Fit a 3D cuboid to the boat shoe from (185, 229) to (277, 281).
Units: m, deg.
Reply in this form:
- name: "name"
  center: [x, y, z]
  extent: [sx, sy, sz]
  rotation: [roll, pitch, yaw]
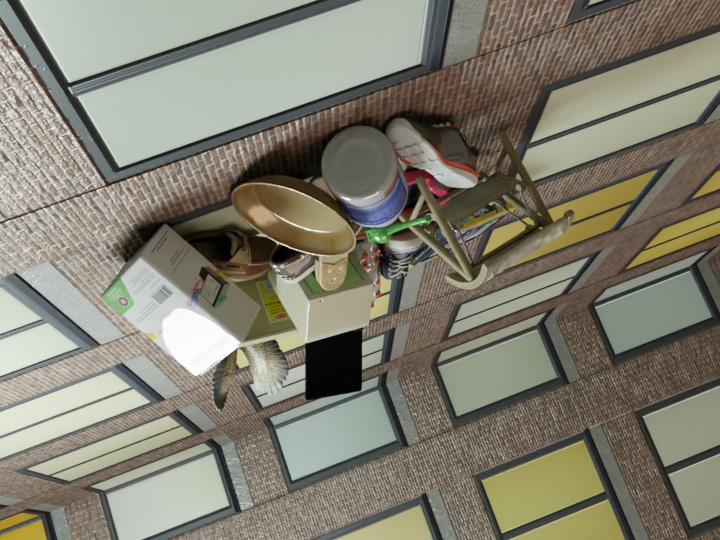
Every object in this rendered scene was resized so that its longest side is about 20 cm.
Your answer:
- name: "boat shoe"
  center: [-0.212, -0.027, 1.543]
  extent: [0.198, 0.077, 0.074]
  rotation: [-9, 158, -41]

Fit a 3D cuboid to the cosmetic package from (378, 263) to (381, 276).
- name: "cosmetic package"
  center: [-0.029, 0.018, 1.940]
  extent: [0.104, 0.072, 0.200]
  rotation: [-16, 163, -18]

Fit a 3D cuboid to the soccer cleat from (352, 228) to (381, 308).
- name: "soccer cleat"
  center: [0.000, 0.000, 1.798]
  extent: [0.068, 0.078, 0.202]
  rotation: [-20, 141, -23]

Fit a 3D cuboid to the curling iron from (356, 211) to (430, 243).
- name: "curling iron"
  center: [0.050, -0.079, 1.704]
  extent: [0.197, 0.026, 0.049]
  rotation: [-19, -172, -18]

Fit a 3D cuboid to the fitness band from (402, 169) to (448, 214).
- name: "fitness band"
  center: [0.082, -0.125, 1.691]
  extent: [0.142, 0.038, 0.200]
  rotation: [-23, 164, 15]

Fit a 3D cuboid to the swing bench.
- name: "swing bench"
  center: [0.206, -0.086, 1.572]
  extent: [0.197, 0.201, 0.130]
  rotation: [-28, 160, -25]

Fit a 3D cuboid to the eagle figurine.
- name: "eagle figurine"
  center: [-0.237, 0.155, 1.876]
  extent: [0.150, 0.203, 0.151]
  rotation: [-24, 164, 11]

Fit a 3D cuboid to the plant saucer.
- name: "plant saucer"
  center: [-0.094, -0.087, 1.417]
  extent: [0.197, 0.036, 0.201]
  rotation: [17, 157, 7]

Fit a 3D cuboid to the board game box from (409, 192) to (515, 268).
- name: "board game box"
  center: [0.190, -0.088, 1.854]
  extent: [0.198, 0.057, 0.165]
  rotation: [-23, 168, -42]

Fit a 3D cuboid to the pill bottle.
- name: "pill bottle"
  center: [0.013, -0.130, 1.428]
  extent: [0.110, 0.114, 0.200]
  rotation: [-22, 164, 4]

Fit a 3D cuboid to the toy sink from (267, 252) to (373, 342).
- name: "toy sink"
  center: [-0.078, 0.012, 1.738]
  extent: [0.128, 0.201, 0.113]
  rotation: [-13, 134, -22]

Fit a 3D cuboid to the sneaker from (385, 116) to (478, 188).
- name: "sneaker"
  center: [0.111, -0.196, 1.449]
  extent: [0.076, 0.083, 0.199]
  rotation: [2, 162, 41]

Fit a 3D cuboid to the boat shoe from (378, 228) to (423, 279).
- name: "boat shoe"
  center: [0.074, -0.027, 1.750]
  extent: [0.073, 0.095, 0.200]
  rotation: [-10, -170, -8]

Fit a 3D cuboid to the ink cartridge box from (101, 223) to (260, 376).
- name: "ink cartridge box"
  center: [-0.275, 0.049, 1.469]
  extent: [0.144, 0.200, 0.084]
  rotation: [-35, -161, 42]

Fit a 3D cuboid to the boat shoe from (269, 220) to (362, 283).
- name: "boat shoe"
  center: [-0.067, -0.063, 1.581]
  extent: [0.199, 0.072, 0.060]
  rotation: [-41, 148, 0]

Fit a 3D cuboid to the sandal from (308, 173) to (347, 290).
- name: "sandal"
  center: [-0.038, -0.047, 1.516]
  extent: [0.077, 0.070, 0.214]
  rotation: [-20, 130, -21]

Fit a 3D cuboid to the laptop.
- name: "laptop"
  center: [-0.091, 0.155, 2.021]
  extent: [0.186, 0.200, 0.117]
  rotation: [0, 126, -52]

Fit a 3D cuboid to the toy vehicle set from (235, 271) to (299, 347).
- name: "toy vehicle set"
  center: [-0.163, 0.064, 1.817]
  extent: [0.197, 0.126, 0.027]
  rotation: [-11, 163, -31]

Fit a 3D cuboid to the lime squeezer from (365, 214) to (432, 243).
- name: "lime squeezer"
  center: [0.036, -0.073, 1.567]
  extent: [0.071, 0.038, 0.199]
  rotation: [-44, -162, -20]
